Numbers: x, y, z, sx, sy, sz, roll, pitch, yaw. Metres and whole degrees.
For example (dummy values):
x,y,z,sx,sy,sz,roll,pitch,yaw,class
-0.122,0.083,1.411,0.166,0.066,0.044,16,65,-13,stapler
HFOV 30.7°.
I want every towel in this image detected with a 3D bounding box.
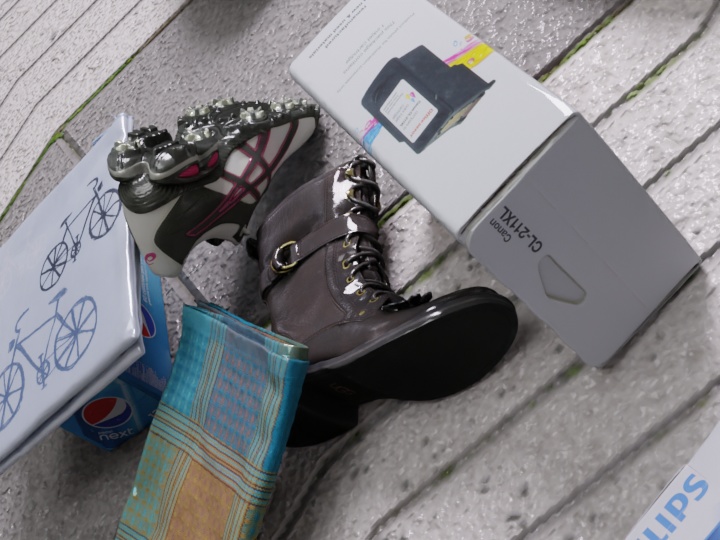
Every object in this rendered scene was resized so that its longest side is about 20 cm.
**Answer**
x,y,z,sx,sy,sz,roll,pitch,yaw,class
-0.097,0.124,0.779,0.147,0.022,0.200,17,90,56,towel

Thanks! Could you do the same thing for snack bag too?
x,y,z,sx,sy,sz,roll,pitch,yaw,class
-0.204,0.017,0.891,0.189,0.021,0.200,-40,43,32,snack bag

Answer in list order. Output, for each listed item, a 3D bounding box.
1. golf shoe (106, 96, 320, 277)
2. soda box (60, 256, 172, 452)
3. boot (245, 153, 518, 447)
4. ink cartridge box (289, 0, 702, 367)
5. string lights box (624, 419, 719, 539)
x,y,z,sx,sy,sz,roll,pitch,yaw,class
-0.094,-0.066,0.882,0.077,0.088,0.200,6,23,31,golf shoe
-0.187,0.027,0.948,0.068,0.064,0.200,-35,43,20,soda box
0.000,0.000,0.789,0.200,0.069,0.174,-26,48,31,boot
0.070,-0.057,0.706,0.083,0.146,0.200,-46,42,4,ink cartridge box
0.192,0.154,0.510,0.103,0.059,0.200,-51,41,2,string lights box
